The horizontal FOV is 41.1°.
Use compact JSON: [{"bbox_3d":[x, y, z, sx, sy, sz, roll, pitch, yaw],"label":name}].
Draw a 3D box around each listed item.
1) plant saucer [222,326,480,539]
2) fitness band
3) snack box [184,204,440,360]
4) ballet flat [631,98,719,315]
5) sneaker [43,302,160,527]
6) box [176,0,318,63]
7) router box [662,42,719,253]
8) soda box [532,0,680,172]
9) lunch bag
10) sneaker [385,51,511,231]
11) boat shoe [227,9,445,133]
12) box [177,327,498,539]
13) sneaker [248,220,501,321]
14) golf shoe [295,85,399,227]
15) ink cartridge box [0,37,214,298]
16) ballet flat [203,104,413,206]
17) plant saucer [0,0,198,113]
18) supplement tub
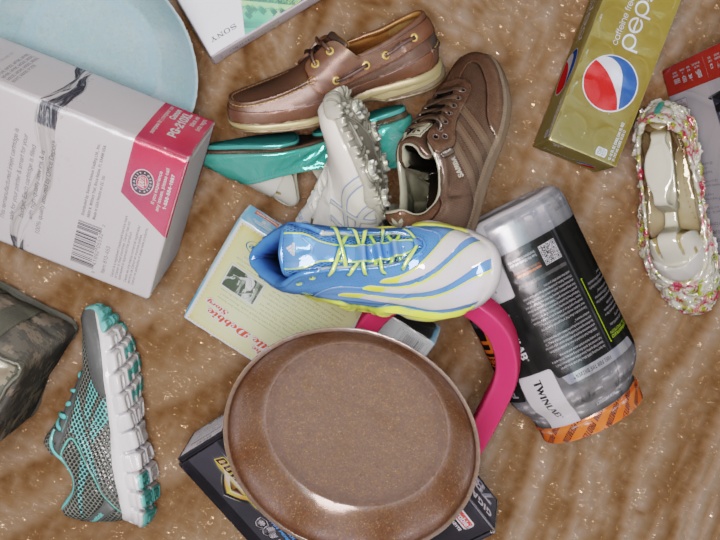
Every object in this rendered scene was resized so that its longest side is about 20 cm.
[{"bbox_3d":[-0.006,0.128,0.743,0.198,0.037,0.202,4,113,8],"label":"plant saucer"},{"bbox_3d":[0.051,0.096,0.807,0.143,0.037,0.201,23,118,1],"label":"fitness band"},{"bbox_3d":[-0.044,0.045,0.848,0.199,0.037,0.117,33,115,-3],"label":"snack box"},{"bbox_3d":[0.275,-0.052,0.861,0.075,0.064,0.202,-10,97,31],"label":"ballet flat"},{"bbox_3d":[-0.237,0.131,0.846,0.090,0.078,0.202,-8,90,1],"label":"sneaker"},{"bbox_3d":[-0.122,-0.309,0.858,0.144,0.036,0.201,-31,93,-1],"label":"box"},{"bbox_3d":[0.335,-0.106,0.802,0.048,0.200,0.181,-17,92,-3],"label":"router box"},{"bbox_3d":[0.227,-0.195,0.863,0.067,0.064,0.201,21,90,-3],"label":"soda box"},{"bbox_3d":[-0.359,0.053,0.791,0.199,0.164,0.118,29,95,-4],"label":"lunch bag"},{"bbox_3d":[0.072,-0.108,0.796,0.075,0.070,0.202,31,61,-38],"label":"sneaker"},{"bbox_3d":[-0.025,-0.175,0.839,0.198,0.072,0.068,-18,123,-7],"label":"boat shoe"},{"bbox_3d":[-0.019,0.178,0.814,0.198,0.050,0.200,-31,105,24],"label":"box"},{"bbox_3d":[0.000,0.000,0.712,0.199,0.105,0.076,-1,88,37],"label":"sneaker"},{"bbox_3d":[-0.016,-0.059,0.812,0.096,0.079,0.201,-9,130,14],"label":"golf shoe"},{"bbox_3d":[-0.242,-0.086,0.805,0.199,0.085,0.145,22,121,-3],"label":"ink cartridge box"},{"bbox_3d":[-0.046,-0.094,0.854,0.198,0.067,0.071,-11,106,0],"label":"ballet flat"},{"bbox_3d":[-0.235,-0.181,0.827,0.199,0.039,0.202,2,122,3],"label":"plant saucer"},{"bbox_3d":[0.160,0.039,0.837,0.122,0.123,0.201,-26,92,-2],"label":"supplement tub"}]
